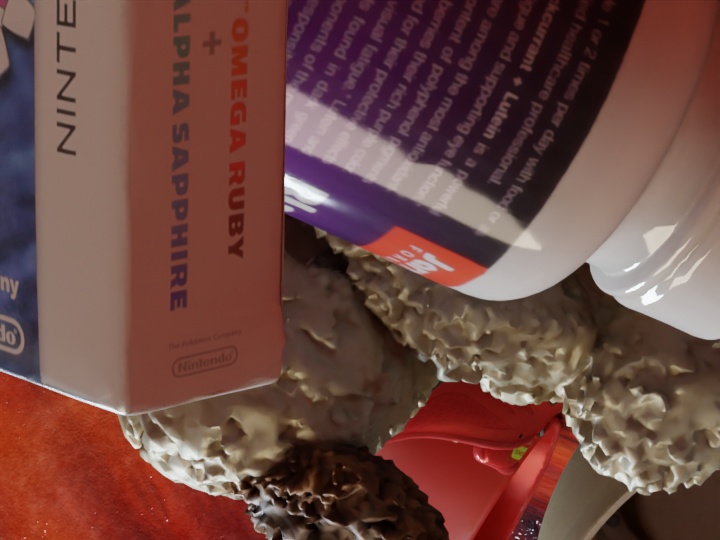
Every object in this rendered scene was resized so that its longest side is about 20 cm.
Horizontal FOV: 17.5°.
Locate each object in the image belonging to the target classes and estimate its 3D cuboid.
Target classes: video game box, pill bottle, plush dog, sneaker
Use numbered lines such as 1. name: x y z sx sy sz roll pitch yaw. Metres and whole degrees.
1. video game box: -0.094 -0.082 0.465 0.200 0.183 0.047 15 -163 42
2. pill bottle: 0.013 -0.060 0.546 0.200 0.112 0.111 24 172 -13
3. plush dog: 0.000 0.000 0.702 0.200 0.172 0.161 46 176 42
4. sneaker: 0.062 0.036 0.926 0.200 0.085 0.077 -12 -169 -11

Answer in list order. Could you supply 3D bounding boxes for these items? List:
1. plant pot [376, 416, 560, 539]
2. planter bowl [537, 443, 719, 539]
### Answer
1. plant pot: 0.022 0.150 1.707 0.177 0.201 0.200 30 174 14
2. planter bowl: 0.153 0.105 0.875 0.200 0.200 0.135 25 -159 -17
